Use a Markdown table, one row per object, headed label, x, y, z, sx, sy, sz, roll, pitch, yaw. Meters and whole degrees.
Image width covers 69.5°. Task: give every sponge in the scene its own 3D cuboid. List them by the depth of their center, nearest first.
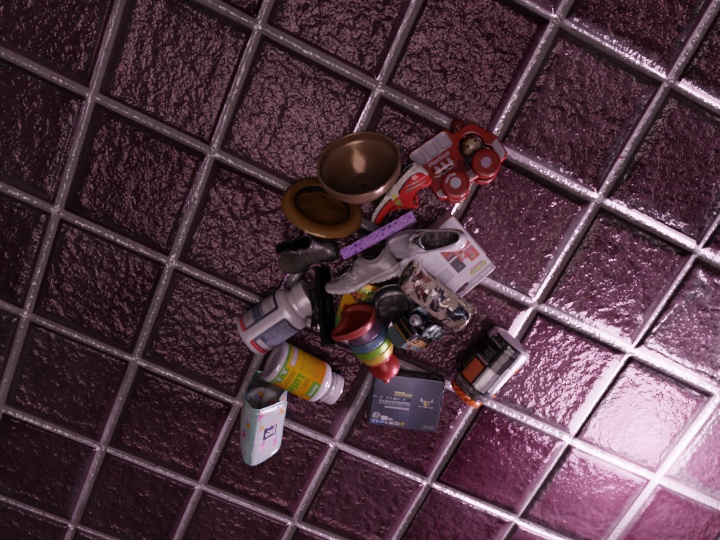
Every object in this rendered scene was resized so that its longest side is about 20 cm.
| label | x | y | z | sx | sy | sz | roll | pitch | yaw |
| --- | --- | --- | --- | --- | --- | --- | --- | --- | --- |
| sponge | 0.045 | -0.086 | 1.274 | 0.199 | 0.112 | 0.030 | -27 | 91 | 8 |

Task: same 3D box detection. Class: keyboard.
| label | x | y | z | sx | sy | sz | roll | pitch | yaw |
| --- | --- | --- | --- | --- | --- | --- | --- | --- | --- |
| keyboard | -0.099 | 0.089 | 1.294 | 0.020 | 0.127 | 0.202 | -9 | 83 | 20 |

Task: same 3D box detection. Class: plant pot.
| label | x | y | z | sx | sy | sz | roll | pitch | yaw |
| --- | --- | --- | --- | --- | --- | --- | --- | --- | --- |
| plant pot | 0.003 | -0.225 | 1.222 | 0.199 | 0.202 | 0.093 | -13 | 147 | 4 |

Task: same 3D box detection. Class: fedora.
| label | x | y | z | sx | sy | sz | roll | pitch | yaw |
| --- | --- | --- | --- | --- | --- | --- | --- | --- | --- |
| fedora | -0.097 | -0.135 | 1.258 | 0.199 | 0.202 | 0.082 | 18 | 141 | -5 |

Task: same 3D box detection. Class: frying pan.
| label | x | y | z | sx | sy | sz | roll | pitch | yaw |
| --- | --- | --- | --- | --- | --- | --- | --- | --- | --- |
| frying pan | 0.072 | 0.115 | 1.320 | 0.114 | 0.031 | 0.191 | 10 | 123 | -11 |

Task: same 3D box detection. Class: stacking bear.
| label | x | y | z | sx | sy | sz | roll | pitch | yaw |
| --- | --- | --- | --- | --- | --- | --- | --- | --- | --- |
| stacking bear | 0.032 | 0.194 | 1.310 | 0.113 | 0.122 | 0.201 | -13 | 121 | 31 |

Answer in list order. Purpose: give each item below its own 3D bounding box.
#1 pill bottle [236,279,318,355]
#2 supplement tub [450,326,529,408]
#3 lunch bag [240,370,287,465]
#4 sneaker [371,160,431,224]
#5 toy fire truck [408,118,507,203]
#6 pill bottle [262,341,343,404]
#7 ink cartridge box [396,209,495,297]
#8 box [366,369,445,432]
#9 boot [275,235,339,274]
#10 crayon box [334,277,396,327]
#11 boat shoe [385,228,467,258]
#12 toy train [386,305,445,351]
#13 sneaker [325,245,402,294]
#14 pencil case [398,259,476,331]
| label | x | y | z | sx | sy | sz | roll | pitch | yaw |
| --- | --- | --- | --- | --- | --- | --- | --- | --- | --- |
| pill bottle | -0.206 | 0.117 | 1.334 | 0.199 | 0.120 | 0.120 | -33 | 104 | 10 |
| supplement tub | 0.337 | 0.257 | 1.370 | 0.122 | 0.123 | 0.201 | 35 | 105 | -10 |
| lunch bag | -0.260 | 0.389 | 1.374 | 0.121 | 0.200 | 0.172 | 11 | 106 | -3 |
| sneaker | 0.095 | -0.167 | 1.239 | 0.085 | 0.077 | 0.200 | 35 | 133 | -9 |
| toy fire truck | 0.233 | -0.265 | 1.231 | 0.199 | 0.112 | 0.169 | -34 | 85 | 9 |
| pill bottle | -0.147 | 0.279 | 1.379 | 0.199 | 0.111 | 0.111 | 31 | 105 | -20 |
| ink cartridge box | 0.206 | -0.016 | 1.309 | 0.200 | 0.084 | 0.176 | -41 | 102 | 12 |
| box | 0.124 | 0.356 | 1.439 | 0.198 | 0.051 | 0.159 | 8 | 106 | -2 |
| boot | -0.159 | -0.046 | 1.250 | 0.199 | 0.130 | 0.068 | -15 | 73 | 36 |
| crayon box | 0.007 | 0.092 | 1.361 | 0.126 | 0.051 | 0.202 | 17 | 106 | -4 |
| boat shoe | 0.146 | -0.065 | 1.215 | 0.198 | 0.068 | 0.073 | 2 | 85 | 23 |
| toy train | 0.143 | 0.154 | 1.315 | 0.114 | 0.200 | 0.086 | -38 | 67 | 9 |
| sneaker | 0.000 | 0.000 | 1.269 | 0.198 | 0.075 | 0.083 | -21 | 96 | 15 |
| pencil case | 0.180 | 0.058 | 1.247 | 0.199 | 0.078 | 0.089 | 38 | 122 | -10 |
